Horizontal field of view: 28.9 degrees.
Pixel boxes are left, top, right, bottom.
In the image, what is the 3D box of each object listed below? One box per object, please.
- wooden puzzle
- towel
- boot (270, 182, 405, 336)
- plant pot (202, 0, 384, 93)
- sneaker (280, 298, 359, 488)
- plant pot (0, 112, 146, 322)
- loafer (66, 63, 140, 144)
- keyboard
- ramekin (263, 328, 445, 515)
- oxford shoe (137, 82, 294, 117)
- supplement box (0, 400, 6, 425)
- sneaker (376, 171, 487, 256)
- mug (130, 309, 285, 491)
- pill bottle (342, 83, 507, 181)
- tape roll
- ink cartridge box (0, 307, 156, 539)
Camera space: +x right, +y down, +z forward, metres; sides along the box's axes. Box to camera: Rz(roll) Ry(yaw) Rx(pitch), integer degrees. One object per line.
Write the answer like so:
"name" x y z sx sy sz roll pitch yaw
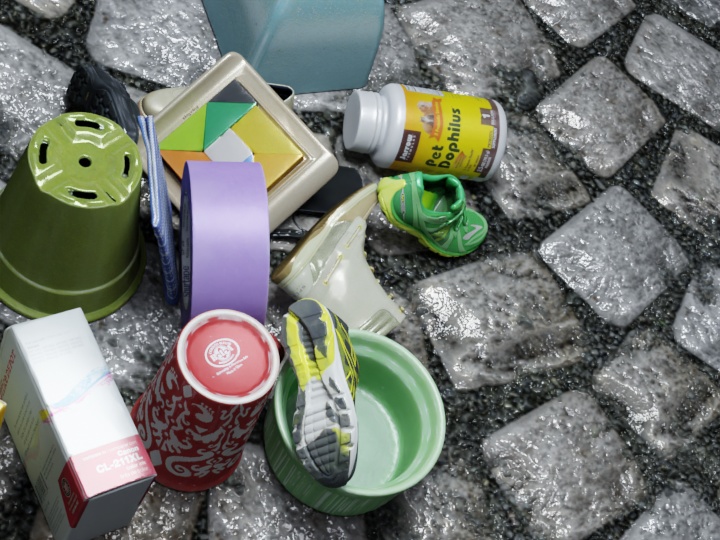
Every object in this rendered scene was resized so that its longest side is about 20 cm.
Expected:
"wooden puzzle" -0.155 -0.139 1.689 0.185 0.037 0.200 -42 84 -6
"towel" -0.228 -0.063 1.570 0.024 0.200 0.146 -7 64 -5
"boot" 0.000 0.000 1.685 0.155 0.072 0.200 46 51 -7
"plant pot" -0.074 -0.367 1.808 0.195 0.200 0.197 -9 64 -26
"sneaker" -0.026 0.129 1.485 0.084 0.074 0.201 11 69 -60
"plant pot" -0.317 -0.071 1.541 0.199 0.190 0.201 10 58 -16
"loafer" -0.292 -0.189 1.657 0.070 0.068 0.201 17 21 -33
"keyboard" -0.087 -0.083 1.744 0.199 0.021 0.128 5 58 -18
"ramekin" -0.013 0.176 1.569 0.199 0.098 0.201 10 58 -16
"oxford shoe" -0.179 -0.215 1.752 0.199 0.074 0.071 -5 62 -24
"supplement box" -0.427 0.175 1.344 0.109 0.200 0.110 35 54 2
"sneaker" 0.105 -0.071 1.743 0.199 0.083 0.075 21 57 -49
"mug" -0.158 0.117 1.485 0.133 0.200 0.178 24 55 -6
"pill bottle" 0.082 -0.181 1.813 0.199 0.109 0.110 6 59 -18
"tape roll" -0.155 -0.022 1.563 0.084 0.200 0.201 0 60 -11
"ink cartridge box" -0.298 0.162 1.436 0.082 0.146 0.201 -17 68 -30
